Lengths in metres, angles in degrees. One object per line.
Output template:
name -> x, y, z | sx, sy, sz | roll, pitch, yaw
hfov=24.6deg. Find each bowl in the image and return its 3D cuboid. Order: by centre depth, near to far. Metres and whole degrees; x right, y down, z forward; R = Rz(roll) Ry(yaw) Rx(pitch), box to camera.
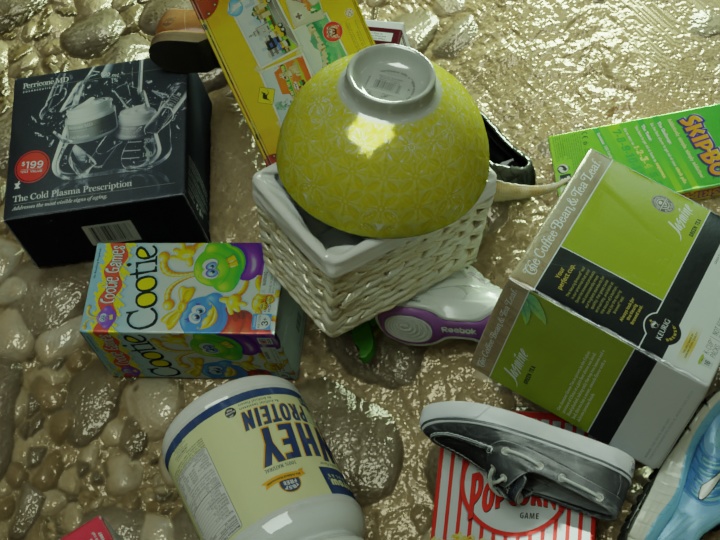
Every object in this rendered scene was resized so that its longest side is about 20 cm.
bowl -> 0.023, -0.138, 1.479 | 0.199, 0.108, 0.201 | 2, 48, -2

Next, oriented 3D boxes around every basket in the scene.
basket -> 0.011, -0.048, 1.553 | 0.199, 0.124, 0.136 | -27, 56, -25

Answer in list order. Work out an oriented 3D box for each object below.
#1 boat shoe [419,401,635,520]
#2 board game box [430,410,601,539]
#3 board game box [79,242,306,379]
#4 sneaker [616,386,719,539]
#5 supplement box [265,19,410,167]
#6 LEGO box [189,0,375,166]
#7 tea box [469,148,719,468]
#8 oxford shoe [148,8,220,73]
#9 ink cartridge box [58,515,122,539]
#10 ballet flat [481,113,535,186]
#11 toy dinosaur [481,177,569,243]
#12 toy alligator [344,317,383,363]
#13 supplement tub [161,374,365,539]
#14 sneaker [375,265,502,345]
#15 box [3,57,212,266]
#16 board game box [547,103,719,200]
boat shoe -> 0.141, 0.173, 1.472 | 0.199, 0.072, 0.068 | 17, 64, 13
board game box -> 0.142, 0.228, 1.505 | 0.150, 0.046, 0.201 | 0, 62, 13
board game box -> -0.163, 0.040, 1.647 | 0.199, 0.103, 0.106 | 0, 62, 13
sneaker -> 0.310, 0.192, 1.485 | 0.090, 0.078, 0.201 | 31, 75, 6
supplement box -> -0.021, -0.171, 1.754 | 0.108, 0.061, 0.201 | 8, 63, 17
LEGO box -> -0.065, -0.217, 1.639 | 0.148, 0.201, 0.077 | -25, 19, -2
tea box -> 0.236, 0.031, 1.485 | 0.196, 0.134, 0.200 | 30, 49, 9
oxford shoe -> -0.117, -0.244, 1.718 | 0.199, 0.071, 0.072 | 8, 57, 1
ink cartridge box -> -0.283, 0.345, 1.519 | 0.199, 0.086, 0.148 | -32, 60, -3
ballet flat -> 0.110, -0.152, 1.701 | 0.066, 0.057, 0.200 | -34, 67, -29
toy dinosaur -> 0.103, -0.076, 1.646 | 0.199, 0.058, 0.102 | 20, 109, 32
toy alligator -> 0.000, 0.000, 1.656 | 0.054, 0.059, 0.201 | 2, 62, 14
supplement tub -> -0.083, 0.213, 1.510 | 0.144, 0.145, 0.201 | -29, 60, -3
sneaker -> 0.118, 0.030, 1.604 | 0.199, 0.075, 0.100 | 10, 45, 8
box -> -0.266, -0.118, 1.757 | 0.199, 0.104, 0.183 | -8, 59, 8
board game box -> 0.295, -0.110, 1.667 | 0.199, 0.030, 0.096 | -12, 60, 10
